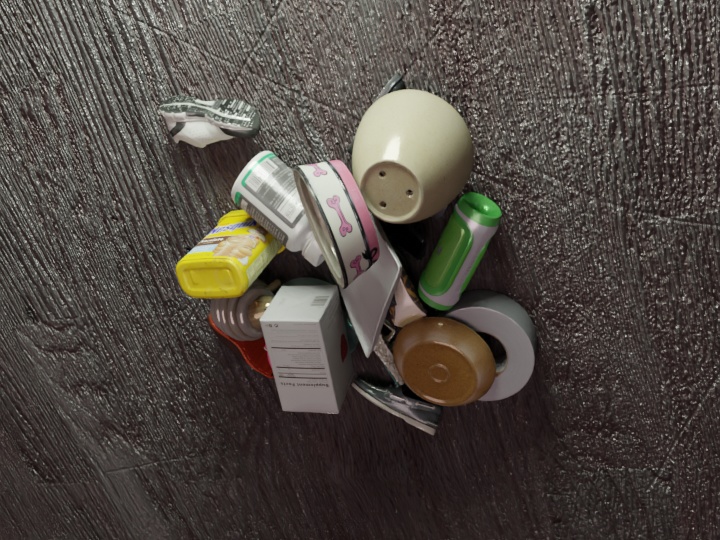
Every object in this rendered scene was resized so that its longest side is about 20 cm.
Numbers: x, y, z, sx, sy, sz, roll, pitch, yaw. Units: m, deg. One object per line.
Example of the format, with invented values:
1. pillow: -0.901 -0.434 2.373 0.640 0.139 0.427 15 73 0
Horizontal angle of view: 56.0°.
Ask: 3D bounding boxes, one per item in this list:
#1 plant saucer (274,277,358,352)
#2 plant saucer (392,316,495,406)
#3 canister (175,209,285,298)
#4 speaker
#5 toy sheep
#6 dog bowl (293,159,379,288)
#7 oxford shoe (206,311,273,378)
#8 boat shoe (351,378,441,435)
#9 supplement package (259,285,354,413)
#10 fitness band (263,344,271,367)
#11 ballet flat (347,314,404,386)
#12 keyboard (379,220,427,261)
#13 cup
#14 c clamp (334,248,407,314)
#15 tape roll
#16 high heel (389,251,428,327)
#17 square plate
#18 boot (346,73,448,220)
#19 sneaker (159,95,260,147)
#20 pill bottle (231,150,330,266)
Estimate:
1. plant saucer: -0.098 0.113 1.377 0.196 0.039 0.206 8 119 15
2. plant saucer: 0.148 0.179 1.243 0.195 0.036 0.205 11 124 16
3. canister: -0.232 -0.033 1.250 0.145 0.201 0.089 -2 118 20
4. speaker: 0.169 -0.030 1.175 0.087 0.089 0.203 26 123 4
5. toy sheep: -0.227 0.072 1.334 0.197 0.137 0.141 -1 119 44
6. dog bowl: -0.035 -0.080 1.058 0.072 0.200 0.204 -23 112 -9
7. oxford shoe: -0.248 0.153 1.449 0.201 0.071 0.072 48 150 -13
8. boat shoe: 0.076 0.265 1.395 0.197 0.073 0.063 27 80 12
9. supplement package: -0.093 0.145 1.256 0.116 0.122 0.205 -1 119 17
10. fitness band: -0.112 0.159 1.362 0.143 0.038 0.200 39 123 -4
11. ballet flat: 0.049 0.144 1.315 0.070 0.073 0.201 -20 123 27
12. keyboard: 0.045 -0.102 1.190 0.200 0.040 0.105 44 162 13
13. cup: 0.066 -0.152 1.040 0.195 0.144 0.204 10 126 14
14. c clamp: 0.000 0.000 1.288 0.167 0.027 0.203 23 118 -1
15. tape roll: 0.226 0.140 1.258 0.195 0.066 0.205 9 120 16
16. high heel: 0.074 0.022 1.250 0.070 0.146 0.200 -18 153 20
17. square plate: 0.015 0.006 1.150 0.028 0.202 0.201 0 131 -23
18. boot: 0.095 -0.201 1.121 0.198 0.066 0.166 37 131 1
19. sneaker: -0.266 -0.263 1.227 0.195 0.074 0.081 12 136 19
20. pill bottle: -0.125 -0.108 1.209 0.199 0.113 0.114 41 123 5
